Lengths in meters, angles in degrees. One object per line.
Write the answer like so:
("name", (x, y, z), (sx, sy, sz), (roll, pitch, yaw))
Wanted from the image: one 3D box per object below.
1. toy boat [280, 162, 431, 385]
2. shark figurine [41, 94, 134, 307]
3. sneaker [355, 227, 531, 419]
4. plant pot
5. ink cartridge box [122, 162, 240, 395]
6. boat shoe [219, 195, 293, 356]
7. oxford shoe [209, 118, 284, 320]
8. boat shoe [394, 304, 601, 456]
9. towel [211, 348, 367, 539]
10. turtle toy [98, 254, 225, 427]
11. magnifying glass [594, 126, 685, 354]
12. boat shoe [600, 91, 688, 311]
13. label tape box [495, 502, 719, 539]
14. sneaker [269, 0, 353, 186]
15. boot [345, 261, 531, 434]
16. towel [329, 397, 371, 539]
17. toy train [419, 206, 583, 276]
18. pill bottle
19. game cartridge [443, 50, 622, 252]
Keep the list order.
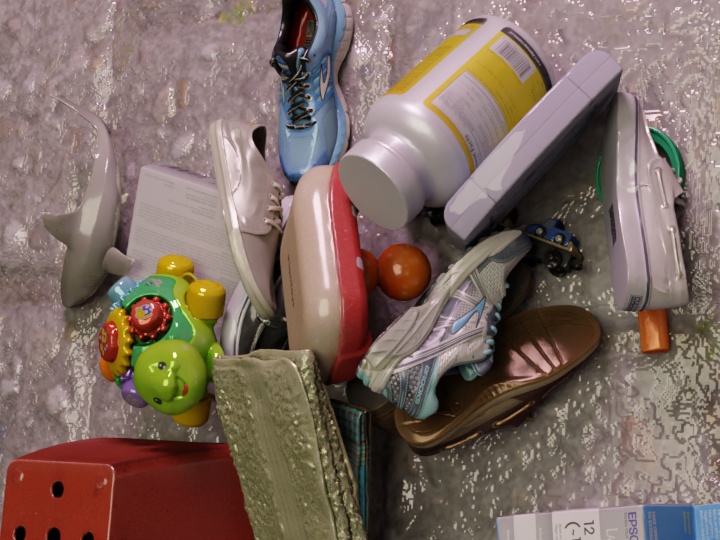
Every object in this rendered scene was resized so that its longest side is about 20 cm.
("toy boat", (0.000, 0.000, 1.543), (0.129, 0.131, 0.202), (0, 61, -13))
("shark figurine", (-0.283, -0.070, 1.739), (0.128, 0.089, 0.217), (3, 87, 57))
("sneaker", (0.088, 0.048, 1.486), (0.086, 0.078, 0.200), (44, 72, 5))
("plant pot", (-0.229, 0.252, 1.607), (0.198, 0.176, 0.202), (-1, 79, 33))
("ink cartridge box", (-0.162, 0.009, 1.714), (0.159, 0.047, 0.202), (18, 106, 29))
("boat shoe", (-0.074, 0.026, 1.635), (0.070, 0.072, 0.202), (17, 86, 34))
("oxford shoe", (-0.097, -0.053, 1.600), (0.057, 0.075, 0.202), (-12, 70, 3))
("boat shoe", (0.125, 0.103, 1.518), (0.199, 0.072, 0.072), (-33, 56, -5))
("towel", (-0.066, 0.167, 1.517), (0.148, 0.036, 0.202), (-10, 97, 51))
("turtle toy", (-0.187, 0.074, 1.617), (0.200, 0.100, 0.147), (34, 119, 56))
("magnifying glass", (0.249, -0.028, 1.503), (0.079, 0.022, 0.202), (-10, 74, 26))
("boat shoe", (0.245, -0.060, 1.464), (0.065, 0.072, 0.202), (1, 60, -5))
("label tape box", (0.218, 0.270, 1.436), (0.198, 0.066, 0.145), (-10, 76, 28))
("sneaker", (-0.061, -0.181, 1.658), (0.078, 0.090, 0.202), (-4, 79, 27))
("boot", (0.079, 0.068, 1.556), (0.200, 0.076, 0.074), (-41, 48, 0))
("towel", (-0.046, 0.210, 1.563), (0.146, 0.022, 0.202), (11, 106, 43))
("toy train", (0.120, -0.045, 1.569), (0.199, 0.034, 0.046), (24, 81, 30))
("pill bottle", (0.074, -0.127, 1.513), (0.112, 0.113, 0.200), (31, 59, 29))
("game cartridge", (0.147, -0.103, 1.485), (0.040, 0.133, 0.200), (43, 88, 5))
